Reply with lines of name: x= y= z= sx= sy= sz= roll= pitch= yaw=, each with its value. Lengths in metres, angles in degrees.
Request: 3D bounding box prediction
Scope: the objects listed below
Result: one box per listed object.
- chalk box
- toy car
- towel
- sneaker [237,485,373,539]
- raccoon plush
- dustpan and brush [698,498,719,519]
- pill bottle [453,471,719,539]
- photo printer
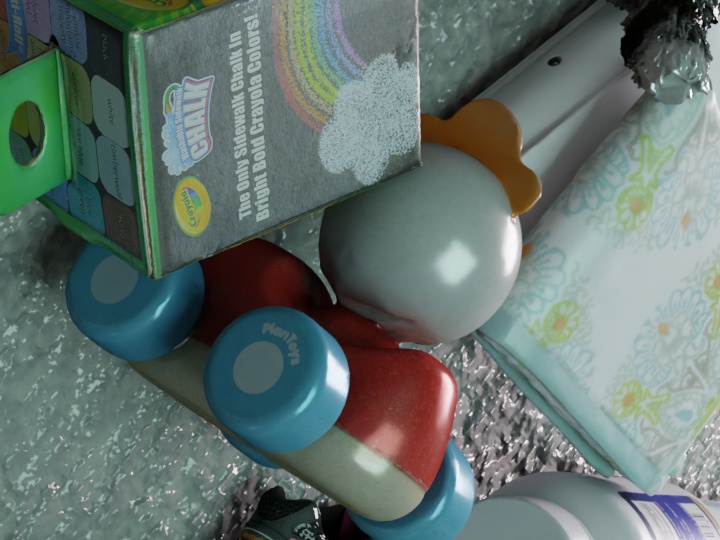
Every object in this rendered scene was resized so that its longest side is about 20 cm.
chalk box: x=-0.087 y=-0.087 z=1.248 sx=0.200 sy=0.124 sz=0.125 roll=-23 pitch=127 yaw=-31
toy car: x=0.000 y=0.000 z=1.336 sx=0.200 sy=0.177 sz=0.184 roll=-56 pitch=146 yaw=-6
towel: x=0.151 y=0.009 z=1.471 sx=0.171 sy=0.048 sz=0.200 roll=-53 pitch=140 yaw=-8
sneaker: x=0.005 y=0.169 z=1.505 sx=0.200 sy=0.080 sz=0.087 roll=27 pitch=83 yaw=-52
raccoon plush: x=0.162 y=-0.188 z=1.389 sx=0.096 sy=0.200 sz=0.134 roll=-9 pitch=123 yaw=-2
dustpan and brush: x=0.184 y=0.229 z=1.724 sx=0.139 sy=0.057 sz=0.201 roll=13 pitch=96 yaw=-44
pill bottle: x=0.118 y=0.169 z=1.540 sx=0.200 sy=0.120 sz=0.120 roll=12 pitch=104 yaw=-61
photo printer: x=0.135 y=-0.055 z=1.503 sx=0.200 sy=0.069 sz=0.167 roll=-38 pitch=133 yaw=-20
